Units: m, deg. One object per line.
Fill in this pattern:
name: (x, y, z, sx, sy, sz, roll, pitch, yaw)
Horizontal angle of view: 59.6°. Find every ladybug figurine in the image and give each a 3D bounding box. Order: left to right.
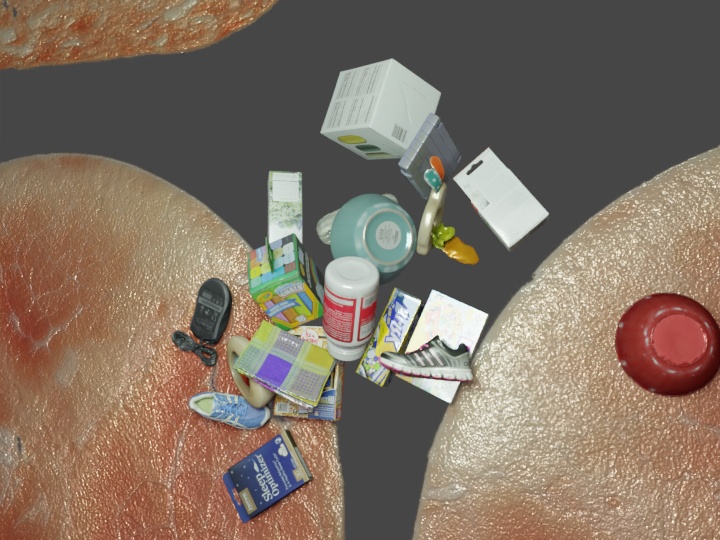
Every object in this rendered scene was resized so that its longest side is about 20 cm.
ladybug figurine: (-0.242, 0.220, 1.417, 0.200, 0.071, 0.138, 46, 137, 42)

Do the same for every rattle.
rattle: (0.192, -0.121, 1.320, 0.141, 0.129, 0.204, 27, 117, 28)

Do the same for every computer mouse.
computer mouse: (-0.364, 0.112, 1.514, 0.137, 0.053, 0.203, 27, 100, 18)

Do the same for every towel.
towel: (-0.154, 0.197, 1.343, 0.197, 0.023, 0.145, 25, 51, 8)

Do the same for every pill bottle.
pill bottle: (-0.023, 0.083, 1.299, 0.110, 0.112, 0.203, 19, 126, 19)

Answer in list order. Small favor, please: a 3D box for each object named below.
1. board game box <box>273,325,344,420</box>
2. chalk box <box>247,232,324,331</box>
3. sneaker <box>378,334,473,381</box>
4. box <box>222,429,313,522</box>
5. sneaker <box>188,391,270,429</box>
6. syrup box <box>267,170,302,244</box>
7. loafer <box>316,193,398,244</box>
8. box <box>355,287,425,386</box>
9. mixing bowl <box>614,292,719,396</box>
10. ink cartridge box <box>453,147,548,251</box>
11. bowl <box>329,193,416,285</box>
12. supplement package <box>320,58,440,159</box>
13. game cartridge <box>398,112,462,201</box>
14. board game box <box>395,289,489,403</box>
board game box: (-0.112, 0.227, 1.414, 0.148, 0.046, 0.205, 2, 80, 17)
chalk box: (-0.169, 0.015, 1.374, 0.122, 0.201, 0.126, -22, 45, 11)
sneaker: (0.136, 0.175, 1.296, 0.195, 0.074, 0.089, 6, 77, 6)
box: (-0.216, 0.465, 1.410, 0.198, 0.032, 0.122, -35, 72, 9)
sneaker: (-0.301, 0.321, 1.438, 0.196, 0.077, 0.077, 3, 79, 16)
syrup box: (-0.177, -0.123, 1.470, 0.077, 0.081, 0.205, 1, 80, -11)
loafer: (-0.010, -0.129, 1.440, 0.197, 0.071, 0.070, -22, 45, -1)
box: (0.068, 0.146, 1.367, 0.069, 0.064, 0.203, 24, 88, 19)
mixing bowl: (0.590, 0.135, 1.190, 0.196, 0.108, 0.205, -3, 79, 17)
ink cartridge box: (0.302, -0.154, 1.362, 0.108, 0.050, 0.201, -39, 71, 7)
bowl: (0.041, -0.068, 1.344, 0.197, 0.105, 0.206, 0, 90, -18)
supplement package: (0.041, -0.344, 1.377, 0.199, 0.150, 0.154, 12, 82, 55)
game cartridge: (0.150, -0.233, 1.342, 0.038, 0.200, 0.131, 37, 91, 27)
board game box: (0.175, 0.161, 1.347, 0.132, 0.034, 0.203, 23, 87, 19)
